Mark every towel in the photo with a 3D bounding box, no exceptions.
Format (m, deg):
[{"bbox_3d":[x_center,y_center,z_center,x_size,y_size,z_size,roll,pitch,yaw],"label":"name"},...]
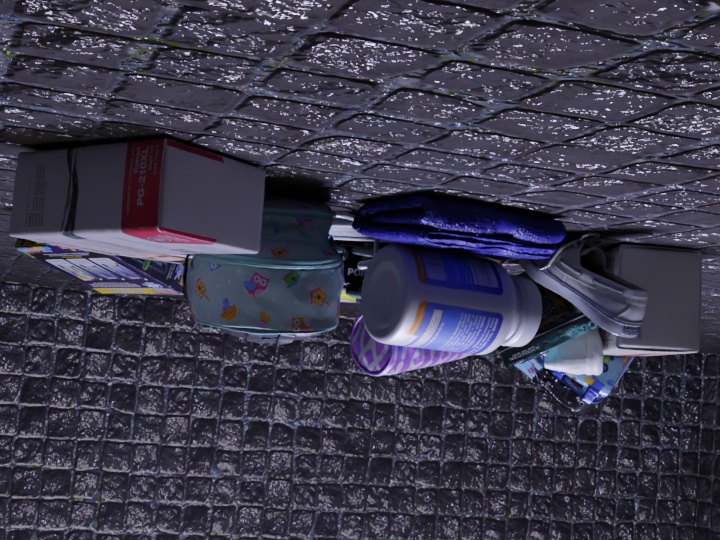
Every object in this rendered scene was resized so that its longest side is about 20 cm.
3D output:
[{"bbox_3d":[0.106,-0.040,1.237,0.197,0.051,0.147,8,173,-32],"label":"towel"}]

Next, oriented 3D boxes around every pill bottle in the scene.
[{"bbox_3d":[0.109,0.037,1.310,0.197,0.114,0.111,9,173,-31],"label":"pill bottle"}]

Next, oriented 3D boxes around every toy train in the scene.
[{"bbox_3d":[0.000,0.000,1.609,0.196,0.087,0.114,6,-176,-10],"label":"toy train"}]

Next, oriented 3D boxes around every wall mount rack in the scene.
[{"bbox_3d":[-0.048,-0.024,1.384,0.170,0.076,0.200,1,173,14],"label":"wall mount rack"}]

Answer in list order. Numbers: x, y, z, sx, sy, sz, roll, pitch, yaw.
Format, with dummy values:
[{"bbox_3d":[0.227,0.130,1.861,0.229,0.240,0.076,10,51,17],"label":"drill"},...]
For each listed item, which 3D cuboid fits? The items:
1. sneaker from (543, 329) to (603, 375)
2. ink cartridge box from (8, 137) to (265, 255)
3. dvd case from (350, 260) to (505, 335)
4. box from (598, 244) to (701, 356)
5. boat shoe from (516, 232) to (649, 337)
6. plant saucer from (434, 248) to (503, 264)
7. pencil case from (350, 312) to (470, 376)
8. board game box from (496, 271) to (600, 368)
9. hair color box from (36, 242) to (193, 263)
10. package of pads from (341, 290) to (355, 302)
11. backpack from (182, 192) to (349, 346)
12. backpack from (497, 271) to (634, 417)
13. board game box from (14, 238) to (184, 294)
[{"bbox_3d":[0.256,0.072,1.485,0.087,0.077,0.201,-6,-158,1],"label":"sneaker"},{"bbox_3d":[-0.210,-0.064,1.070,0.197,0.086,0.144,0,173,34],"label":"ink cartridge box"},{"bbox_3d":[0.091,0.036,1.561,0.141,0.018,0.201,9,134,-34],"label":"dvd case"},{"bbox_3d":[0.357,0.044,1.474,0.107,0.131,0.200,3,175,-4],"label":"box"},{"bbox_3d":[0.264,-0.007,1.341,0.074,0.087,0.202,3,-154,-34],"label":"boat shoe"},{"bbox_3d":[0.100,0.013,1.436,0.197,0.033,0.200,-20,166,-5],"label":"plant saucer"},{"bbox_3d":[0.077,0.076,1.405,0.198,0.087,0.084,-11,-143,-46],"label":"pencil case"},{"bbox_3d":[0.226,0.049,1.457,0.133,0.029,0.200,-24,-161,6],"label":"board game box"},{"bbox_3d":[-0.285,-0.051,1.398,0.197,0.062,0.098,8,173,-37],"label":"hair color box"},{"bbox_3d":[-0.050,0.012,1.804,0.197,0.070,0.154,7,175,-27],"label":"package of pads"},{"bbox_3d":[-0.099,-0.003,1.198,0.172,0.156,0.200,6,-165,-7],"label":"backpack"},{"bbox_3d":[0.297,0.081,1.642,0.199,0.183,0.135,38,164,7],"label":"backpack"},{"bbox_3d":[-0.348,-0.024,1.551,0.198,0.058,0.165,0,157,42],"label":"board game box"}]
